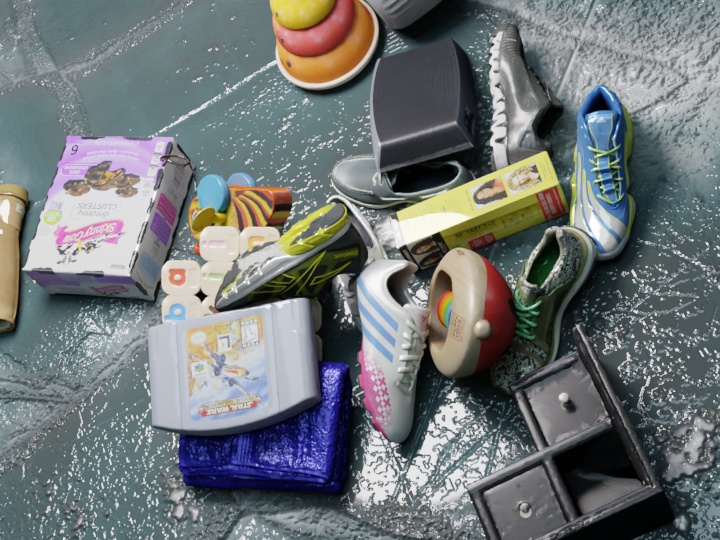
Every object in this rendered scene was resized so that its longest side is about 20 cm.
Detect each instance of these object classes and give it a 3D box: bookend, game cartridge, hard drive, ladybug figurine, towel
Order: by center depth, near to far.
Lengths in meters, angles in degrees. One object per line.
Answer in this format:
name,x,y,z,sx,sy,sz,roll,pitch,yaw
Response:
bookend,0.187,0.195,1.359,0.197,0.092,0.202,-26,56,7
ladybug figurine,0.120,0.048,1.428,0.071,0.200,0.138,8,101,-9
game cartridge,-0.143,0.113,1.479,0.197,0.042,0.135,-12,66,14
towel,-0.109,0.173,1.491,0.197,0.049,0.150,0,81,18
hard drive,0.072,-0.206,1.611,0.133,0.043,0.202,-14,40,13

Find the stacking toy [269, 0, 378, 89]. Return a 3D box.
stacking toy,-0.070,-0.339,1.677,0.144,0.200,0.148,-9,60,16

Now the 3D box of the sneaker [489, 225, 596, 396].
sneaker,0.183,0.036,1.437,0.076,0.088,0.203,21,86,32

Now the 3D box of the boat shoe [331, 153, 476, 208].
boat shoe,0.047,-0.115,1.595,0.197,0.062,0.074,11,70,27

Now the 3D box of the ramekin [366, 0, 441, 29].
ramekin,0.027,-0.400,1.679,0.105,0.200,0.201,-42,56,7

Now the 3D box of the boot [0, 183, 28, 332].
boot,-0.529,-0.014,1.768,0.172,0.066,0.203,-8,62,18

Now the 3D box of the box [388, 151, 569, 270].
box,0.136,-0.065,1.528,0.197,0.075,0.051,-22,60,8

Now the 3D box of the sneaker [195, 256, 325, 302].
sneaker,-0.133,0.007,1.606,0.197,0.078,0.087,-4,50,12

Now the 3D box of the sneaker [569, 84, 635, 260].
sneaker,0.264,-0.117,1.485,0.075,0.105,0.203,-5,62,19

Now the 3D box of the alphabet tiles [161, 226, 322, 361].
alphabet tiles,-0.138,0.050,1.545,0.192,0.015,0.204,0,94,11

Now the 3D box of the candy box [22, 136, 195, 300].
candy box,-0.323,-0.069,1.711,0.165,0.072,0.203,3,64,22

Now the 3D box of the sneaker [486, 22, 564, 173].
sneaker,0.199,-0.206,1.585,0.089,0.067,0.203,-5,66,16

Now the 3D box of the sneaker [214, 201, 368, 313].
sneaker,-0.078,0.008,1.486,0.199,0.085,0.075,-30,25,24

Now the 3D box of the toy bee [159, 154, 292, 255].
toy bee,-0.165,-0.068,1.632,0.199,0.129,0.111,29,116,56

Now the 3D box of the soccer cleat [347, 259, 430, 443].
soccer cleat,0.041,0.085,1.457,0.085,0.070,0.203,-15,79,28

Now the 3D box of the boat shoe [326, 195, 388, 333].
boat shoe,0.000,0.000,1.551,0.073,0.065,0.201,-30,57,3
